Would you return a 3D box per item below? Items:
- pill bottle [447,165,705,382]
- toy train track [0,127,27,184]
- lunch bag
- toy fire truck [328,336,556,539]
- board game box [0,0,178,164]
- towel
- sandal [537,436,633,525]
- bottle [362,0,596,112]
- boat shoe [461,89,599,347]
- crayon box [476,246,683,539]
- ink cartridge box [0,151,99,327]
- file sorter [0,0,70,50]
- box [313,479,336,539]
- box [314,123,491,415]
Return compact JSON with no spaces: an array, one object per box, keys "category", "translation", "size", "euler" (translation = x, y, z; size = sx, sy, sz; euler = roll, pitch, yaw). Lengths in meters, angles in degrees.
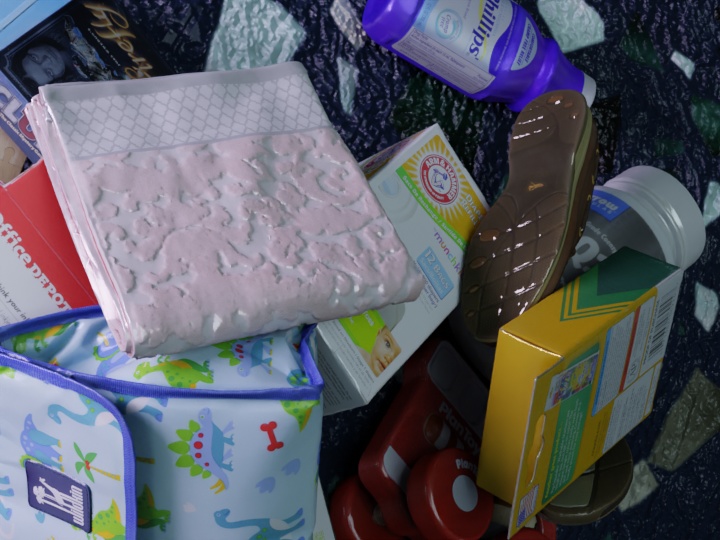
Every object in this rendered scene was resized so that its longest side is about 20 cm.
[{"category":"pill bottle","translation":[0.175,0.003,0.963],"size":[0.200,0.114,0.114],"euler":[-34,100,-27]},{"category":"toy train track","translation":[-0.208,-0.029,0.808],"size":[0.199,0.033,0.115],"euler":[23,87,-23]},{"category":"lunch bag","translation":[-0.125,0.113,0.727],"size":[0.199,0.128,0.171],"euler":[3,117,-5]},{"category":"toy fire truck","translation":[0.084,0.168,0.909],"size":[0.200,0.112,0.168],"euler":[48,47,-16]},{"category":"board game box","translation":[-0.151,-0.083,0.815],"size":[0.200,0.035,0.136],"euler":[49,37,-14]},{"category":"towel","translation":[-0.081,-0.045,0.736],"size":[0.199,0.032,0.192],"euler":[-11,61,-32]},{"category":"sandal","translation":[0.156,0.143,0.912],"size":[0.081,0.200,0.055],"euler":[-2,107,2]},{"category":"bottle","translation":[0.099,-0.180,0.972],"size":[0.199,0.065,0.084],"euler":[27,71,-22]},{"category":"boat shoe","translation":[0.130,-0.030,0.859],"size":[0.068,0.072,0.201],"euler":[44,58,-42]},{"category":"crayon box","translation":[0.142,0.076,0.825],"size":[0.200,0.051,0.126],"euler":[-28,132,-46]},{"category":"ink cartridge box","translation":[-0.234,0.026,0.747],"size":[0.200,0.067,0.116],"euler":[-40,109,-14]},{"category":"file sorter","translation":[-0.280,-0.221,0.747],"size":[0.200,0.123,0.139],"euler":[48,65,-14]},{"category":"box","translation":[-0.107,0.123,0.848],"size":[0.144,0.036,0.201],"euler":[-15,92,-28]},{"category":"box","translation":[0.000,0.000,0.854],"size":[0.200,0.101,0.113],"euler":[-43,104,-40]}]
